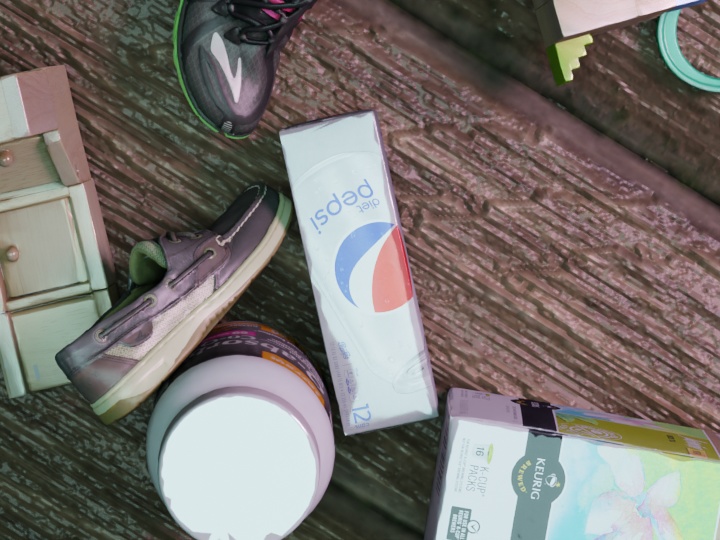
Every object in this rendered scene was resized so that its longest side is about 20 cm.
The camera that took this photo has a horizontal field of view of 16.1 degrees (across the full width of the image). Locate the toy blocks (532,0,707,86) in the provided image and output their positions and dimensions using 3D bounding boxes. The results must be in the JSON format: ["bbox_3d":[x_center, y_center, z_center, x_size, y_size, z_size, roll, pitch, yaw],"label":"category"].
[{"bbox_3d":[0.164,-0.231,1.594,0.137,0.100,0.200,-15,89,-9],"label":"toy blocks"}]

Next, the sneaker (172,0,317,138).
[{"bbox_3d":[-0.061,-0.180,1.596,0.077,0.084,0.200,12,97,-26],"label":"sneaker"}]

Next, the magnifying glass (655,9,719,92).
[{"bbox_3d":[0.288,-0.162,1.624,0.200,0.022,0.080,-9,94,2],"label":"magnifying glass"}]

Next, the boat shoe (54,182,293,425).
[{"bbox_3d":[-0.115,0.007,1.582,0.066,0.072,0.201,46,57,-14],"label":"boat shoe"}]

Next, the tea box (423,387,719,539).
[{"bbox_3d":[0.135,0.193,1.603,0.197,0.134,0.200,9,95,1],"label":"tea box"}]

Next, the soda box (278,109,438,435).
[{"bbox_3d":[0.000,0.000,1.624,0.063,0.068,0.200,-12,94,3],"label":"soda box"}]

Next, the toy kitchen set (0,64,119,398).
[{"bbox_3d":[-0.251,-0.010,1.575,0.163,0.180,0.200,-13,95,4],"label":"toy kitchen set"}]

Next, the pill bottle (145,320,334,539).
[{"bbox_3d":[-0.073,0.102,1.565,0.116,0.200,0.117,0,98,-2],"label":"pill bottle"}]
